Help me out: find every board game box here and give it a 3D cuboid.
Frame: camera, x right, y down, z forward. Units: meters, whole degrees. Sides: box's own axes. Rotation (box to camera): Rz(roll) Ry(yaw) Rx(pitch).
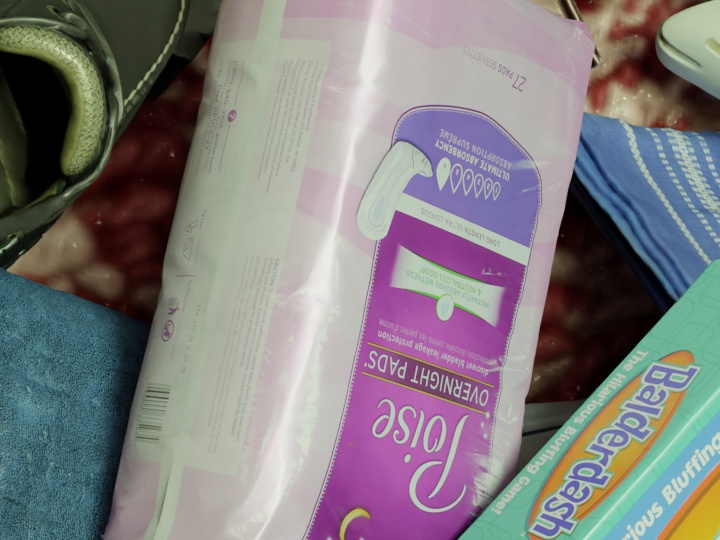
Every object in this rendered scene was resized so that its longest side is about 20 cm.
[{"bbox_3d":[0.115,0.121,0.777,0.152,0.045,0.201,-45,124,-17],"label":"board game box"}]

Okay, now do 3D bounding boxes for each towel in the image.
[{"bbox_3d":[0.176,-0.012,0.881,0.198,0.145,0.024,2,122,-21],"label":"towel"},{"bbox_3d":[-0.070,0.071,0.771,0.199,0.048,0.113,26,61,-43],"label":"towel"}]

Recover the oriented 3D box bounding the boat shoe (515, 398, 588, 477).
[{"bbox_3d":[0.103,0.076,0.830,0.198,0.067,0.074,-13,132,-10],"label":"boat shoe"}]

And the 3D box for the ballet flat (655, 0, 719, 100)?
[{"bbox_3d":[0.136,-0.114,0.903,0.072,0.068,0.202,-11,76,1],"label":"ballet flat"}]

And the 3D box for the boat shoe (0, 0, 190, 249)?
[{"bbox_3d":[-0.097,-0.044,0.708,0.074,0.064,0.200,60,40,-20],"label":"boat shoe"}]

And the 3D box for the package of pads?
[{"bbox_3d":[0.000,0.000,0.750,0.120,0.075,0.202,21,77,-46],"label":"package of pads"}]

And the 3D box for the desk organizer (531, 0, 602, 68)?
[{"bbox_3d":[-0.003,-0.141,0.857,0.077,0.072,0.201,-27,93,-19],"label":"desk organizer"}]

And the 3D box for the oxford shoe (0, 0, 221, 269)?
[{"bbox_3d":[-0.116,-0.058,0.808,0.084,0.073,0.201,40,60,-9],"label":"oxford shoe"}]
